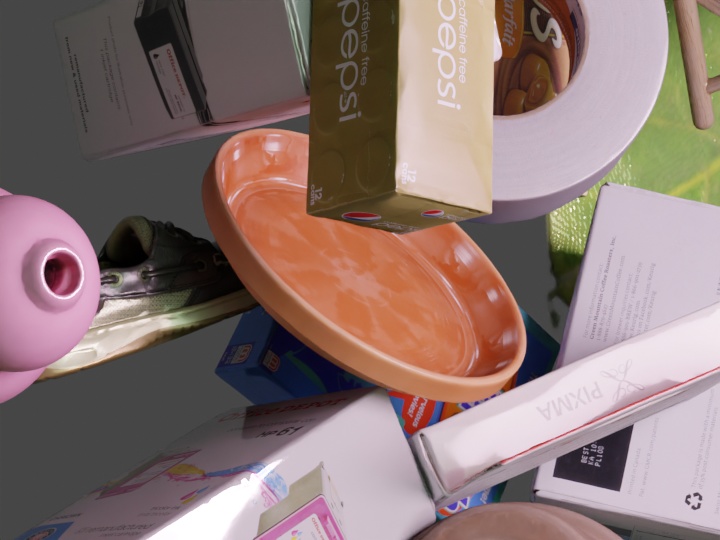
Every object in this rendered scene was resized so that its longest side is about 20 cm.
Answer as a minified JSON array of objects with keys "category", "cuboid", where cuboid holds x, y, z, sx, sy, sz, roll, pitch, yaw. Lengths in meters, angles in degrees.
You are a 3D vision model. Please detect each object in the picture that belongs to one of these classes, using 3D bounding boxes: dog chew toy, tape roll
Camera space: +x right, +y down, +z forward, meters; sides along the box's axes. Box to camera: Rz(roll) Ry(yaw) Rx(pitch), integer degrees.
[{"category":"dog chew toy","cuboid":[-0.194,0.013,1.036,0.124,0.199,0.126,7,79,-40]},{"category":"tape roll","cuboid":[0.079,-0.132,1.317,0.198,0.066,0.202,1,79,-4]}]

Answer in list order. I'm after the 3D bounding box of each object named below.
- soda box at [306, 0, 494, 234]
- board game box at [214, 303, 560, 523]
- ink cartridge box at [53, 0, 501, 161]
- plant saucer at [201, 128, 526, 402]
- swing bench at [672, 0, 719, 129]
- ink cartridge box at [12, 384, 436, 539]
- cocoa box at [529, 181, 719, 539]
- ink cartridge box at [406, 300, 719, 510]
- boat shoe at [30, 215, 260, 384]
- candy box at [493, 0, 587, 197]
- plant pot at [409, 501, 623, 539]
[{"category":"soda box","cuboid":[0.021,-0.123,1.068,0.064,0.067,0.202,10,75,-40]},{"category":"board game box","cuboid":[0.022,0.052,1.324,0.200,0.045,0.153,41,58,-30]},{"category":"ink cartridge box","cuboid":[-0.046,-0.124,1.188,0.144,0.199,0.085,-16,93,-42]},{"category":"plant saucer","cuboid":[0.000,0.000,1.204,0.199,0.032,0.201,28,27,-16]},{"category":"swing bench","cuboid":[0.251,-0.236,1.475,0.201,0.129,0.199,60,30,-18]},{"category":"ink cartridge box","cuboid":[-0.080,0.141,1.154,0.199,0.144,0.085,-29,101,-40]},{"category":"cocoa box","cuboid":[0.187,0.071,1.374,0.131,0.132,0.202,78,25,-72]},{"category":"ink cartridge box","cuboid":[0.121,0.068,1.194,0.199,0.174,0.044,-21,79,-20]},{"category":"boat shoe","cuboid":[-0.113,0.003,1.196,0.200,0.072,0.067,-23,104,-37]},{"category":"candy box","cuboid":[0.091,-0.151,1.410,0.115,0.055,0.202,13,74,-39]},{"category":"plant pot","cuboid":[0.083,0.204,1.195,0.175,0.199,0.202,77,28,-65]}]
